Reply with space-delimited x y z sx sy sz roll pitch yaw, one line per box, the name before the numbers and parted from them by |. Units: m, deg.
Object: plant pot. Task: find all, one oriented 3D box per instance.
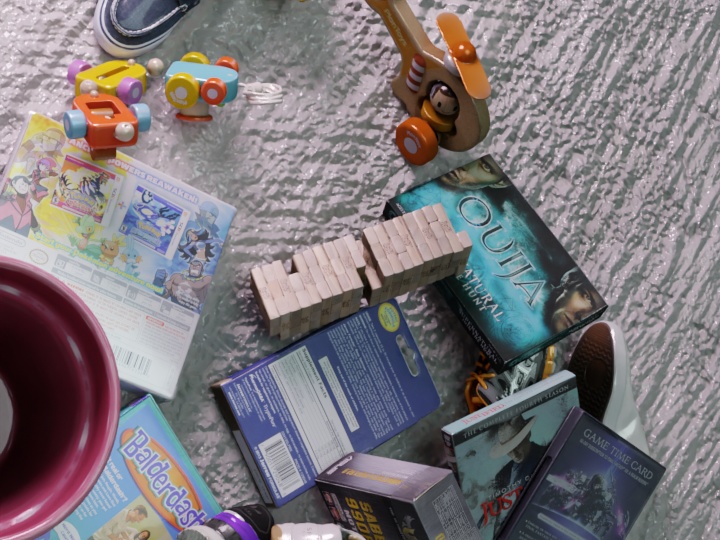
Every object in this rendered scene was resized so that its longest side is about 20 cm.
plant pot | -0.294 0.103 0.907 0.198 0.179 0.203 6 76 -27

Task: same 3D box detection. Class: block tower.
block tower | 0.000 0.000 1.127 0.198 0.054 0.058 -18 66 -14

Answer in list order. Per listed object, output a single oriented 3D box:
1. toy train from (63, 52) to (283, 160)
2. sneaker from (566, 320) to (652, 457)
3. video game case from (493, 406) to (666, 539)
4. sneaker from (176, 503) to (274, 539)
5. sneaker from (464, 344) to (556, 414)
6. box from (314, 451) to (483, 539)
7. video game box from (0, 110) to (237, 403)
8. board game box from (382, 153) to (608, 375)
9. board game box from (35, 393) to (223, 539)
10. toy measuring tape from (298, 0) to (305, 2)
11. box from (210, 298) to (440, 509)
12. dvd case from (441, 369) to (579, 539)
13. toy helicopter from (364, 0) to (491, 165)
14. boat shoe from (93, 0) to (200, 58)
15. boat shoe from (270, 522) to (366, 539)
toy train | -0.172 -0.135 1.061 0.198 0.150 0.056 -12 125 -33
sneaker | 0.257 0.155 1.269 0.084 0.072 0.203 8 84 -36
video game case | 0.199 0.246 1.183 0.142 0.019 0.201 34 86 -34
sneaker | -0.091 0.282 1.019 0.099 0.069 0.203 -27 124 -47
sneaker | 0.140 0.104 1.206 0.076 0.078 0.203 7 78 -22
box | 0.055 0.259 1.063 0.048 0.158 0.202 -32 106 -28
video game box | -0.223 -0.009 1.046 0.198 0.047 0.184 26 71 -22
board game box | 0.130 -0.012 1.199 0.134 0.028 0.201 -25 68 -26
board game box | -0.215 0.220 1.004 0.199 0.045 0.153 -35 97 -29
toy measuring tape | -0.073 -0.332 1.197 0.073 0.074 0.202 5 55 -27
box | -0.027 0.116 1.135 0.199 0.032 0.122 -27 94 -29
dvd case | 0.153 0.210 1.168 0.145 0.022 0.202 -21 113 -24
toy helicopter | 0.062 -0.208 1.192 0.079 0.132 0.201 -34 96 -29
boat shoe | -0.159 -0.276 1.109 0.071 0.091 0.201 44 63 -13
boat shoe | -0.019 0.248 1.025 0.068 0.200 0.072 -11 70 6
